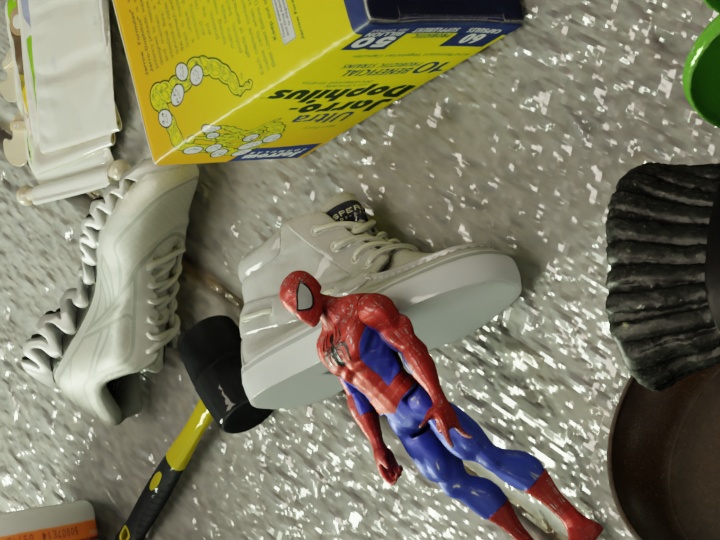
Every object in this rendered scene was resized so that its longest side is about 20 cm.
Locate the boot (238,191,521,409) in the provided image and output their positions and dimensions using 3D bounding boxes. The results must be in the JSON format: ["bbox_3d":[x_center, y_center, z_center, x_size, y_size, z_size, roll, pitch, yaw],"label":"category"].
[{"bbox_3d":[0.000,0.000,1.200,0.199,0.073,0.096,-26,66,41],"label":"boot"}]

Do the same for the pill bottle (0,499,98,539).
[{"bbox_3d":[-0.213,0.255,1.443,0.114,0.114,0.202,-15,83,49],"label":"pill bottle"}]

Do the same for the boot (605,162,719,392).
[{"bbox_3d":[0.171,0.020,0.888,0.157,0.212,0.080,-10,120,20],"label":"boot"}]

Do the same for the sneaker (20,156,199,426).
[{"bbox_3d":[-0.136,0.011,1.370,0.081,0.075,0.201,44,129,21],"label":"sneaker"}]

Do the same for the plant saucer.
[{"bbox_3d":[0.198,0.060,0.919,0.200,0.200,0.032,13,146,48],"label":"plant saucer"}]

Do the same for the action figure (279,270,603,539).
[{"bbox_3d":[0.032,0.076,1.121,0.200,0.052,0.065,48,137,1],"label":"action figure"}]

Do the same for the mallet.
[{"bbox_3d":[-0.114,0.103,1.374,0.200,0.041,0.066,-50,57,45],"label":"mallet"}]

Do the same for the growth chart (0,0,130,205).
[{"bbox_3d":[-0.192,-0.142,1.451,0.144,0.018,0.202,3,96,50],"label":"growth chart"}]

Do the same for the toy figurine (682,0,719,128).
[{"bbox_3d":[0.175,-0.177,0.907,0.149,0.200,0.185,-21,64,23],"label":"toy figurine"}]

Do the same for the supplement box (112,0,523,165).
[{"bbox_3d":[-0.027,-0.141,1.187,0.200,0.108,0.110,-27,73,48],"label":"supplement box"}]
